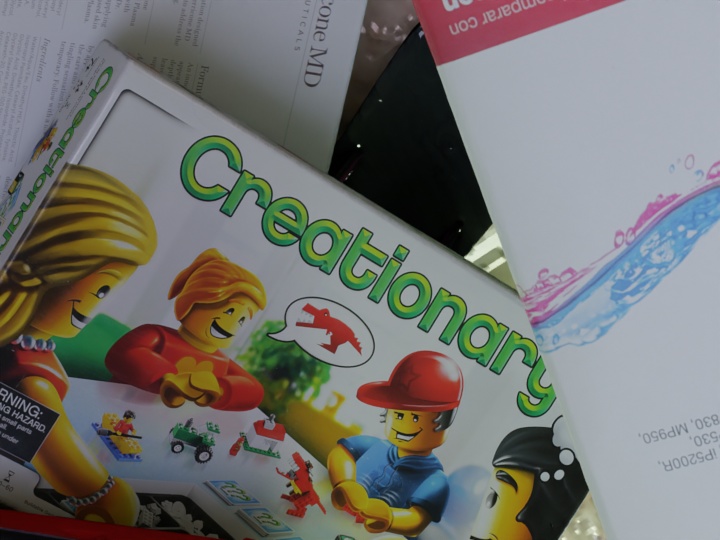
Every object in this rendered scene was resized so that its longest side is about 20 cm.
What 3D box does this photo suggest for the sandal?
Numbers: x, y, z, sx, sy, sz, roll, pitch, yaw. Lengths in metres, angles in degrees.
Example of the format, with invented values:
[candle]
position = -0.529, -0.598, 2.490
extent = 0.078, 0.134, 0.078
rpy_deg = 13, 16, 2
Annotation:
[sandal]
position = -0.001, -0.001, 0.803
extent = 0.075, 0.048, 0.201
rpy_deg = 28, 121, -1

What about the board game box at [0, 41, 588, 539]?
[board game box]
position = -0.024, 0.037, 0.736
extent = 0.200, 0.035, 0.126
rpy_deg = 30, 94, -24

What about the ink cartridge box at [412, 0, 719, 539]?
[ink cartridge box]
position = 0.120, -0.035, 0.675
extent = 0.144, 0.145, 0.201
rpy_deg = -18, 97, 21

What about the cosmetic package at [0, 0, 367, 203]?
[cosmetic package]
position = -0.088, -0.033, 0.749
extent = 0.150, 0.052, 0.201
rpy_deg = 9, 105, -17

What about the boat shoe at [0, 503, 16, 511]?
[boat shoe]
position = -0.095, 0.086, 0.784
extent = 0.200, 0.073, 0.063
rpy_deg = 0, 92, -23

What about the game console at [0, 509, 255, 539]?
[game console]
position = -0.110, 0.157, 0.722
extent = 0.176, 0.031, 0.201
rpy_deg = 8, 116, -16
